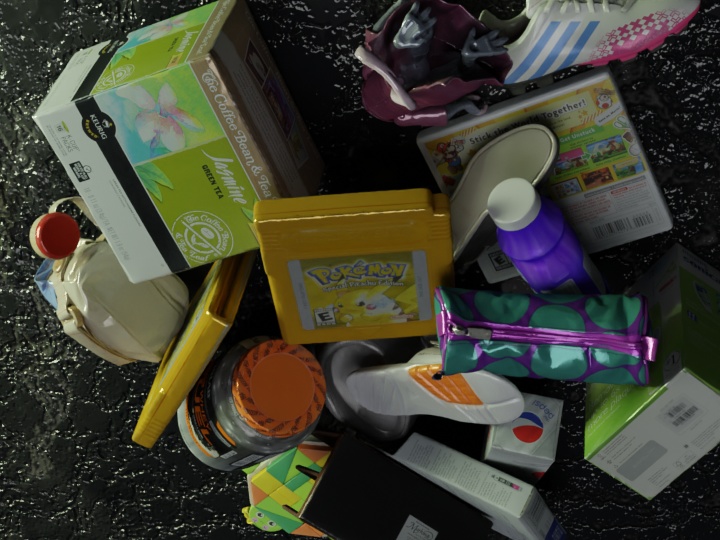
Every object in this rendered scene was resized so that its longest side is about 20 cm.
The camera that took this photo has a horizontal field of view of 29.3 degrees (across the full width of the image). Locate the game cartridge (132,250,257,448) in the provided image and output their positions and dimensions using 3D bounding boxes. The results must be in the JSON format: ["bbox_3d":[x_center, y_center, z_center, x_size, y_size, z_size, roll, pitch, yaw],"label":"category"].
[{"bbox_3d":[-0.168,0.061,1.421,0.032,0.177,0.200,29,125,-11],"label":"game cartridge"}]

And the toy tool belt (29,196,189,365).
[{"bbox_3d":[-0.282,0.012,1.441,0.200,0.125,0.122,44,159,-29],"label":"toy tool belt"}]

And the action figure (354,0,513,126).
[{"bbox_3d":[0.048,-0.164,1.232,0.134,0.149,0.200,47,155,-7],"label":"action figure"}]

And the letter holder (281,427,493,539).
[{"bbox_3d":[0.017,0.263,1.500,0.199,0.101,0.142,33,168,-16],"label":"letter holder"}]

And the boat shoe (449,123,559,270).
[{"bbox_3d":[0.125,-0.069,1.325,0.200,0.057,0.067,-47,70,31],"label":"boat shoe"}]

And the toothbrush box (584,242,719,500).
[{"bbox_3d":[0.294,0.095,1.335,0.086,0.201,0.146,33,125,-12],"label":"toothbrush box"}]

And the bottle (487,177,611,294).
[{"bbox_3d":[0.176,-0.015,1.289,0.065,0.084,0.200,-34,141,7],"label":"bottle"}]

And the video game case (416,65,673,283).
[{"bbox_3d":[0.180,-0.088,1.340,0.198,0.023,0.183,-17,120,23],"label":"video game case"}]

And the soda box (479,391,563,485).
[{"bbox_3d":[0.165,0.177,1.441,0.067,0.064,0.200,11,164,4],"label":"soda box"}]

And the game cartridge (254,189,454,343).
[{"bbox_3d":[0.000,0.000,1.286,0.174,0.033,0.201,-4,146,4],"label":"game cartridge"}]

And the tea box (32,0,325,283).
[{"bbox_3d":[-0.166,-0.123,1.316,0.195,0.134,0.201,-16,121,20],"label":"tea box"}]

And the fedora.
[{"bbox_3d":[0.017,0.113,1.473,0.175,0.091,0.201,-10,123,18],"label":"fedora"}]

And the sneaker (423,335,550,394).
[{"bbox_3d":[0.142,0.052,1.418,0.113,0.076,0.200,-33,119,29],"label":"sneaker"}]

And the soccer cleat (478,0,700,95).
[{"bbox_3d":[0.195,-0.222,1.210,0.198,0.070,0.087,-18,120,23],"label":"soccer cleat"}]

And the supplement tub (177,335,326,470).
[{"bbox_3d":[-0.113,0.139,1.453,0.122,0.123,0.200,31,155,-11],"label":"supplement tub"}]

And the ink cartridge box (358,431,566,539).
[{"bbox_3d":[0.115,0.235,1.496,0.199,0.044,0.197,24,167,26],"label":"ink cartridge box"}]

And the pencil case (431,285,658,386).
[{"bbox_3d":[0.164,0.060,1.248,0.197,0.092,0.086,2,90,5],"label":"pencil case"}]

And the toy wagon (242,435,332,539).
[{"bbox_3d":[-0.070,0.263,1.631,0.155,0.040,0.200,40,123,-17],"label":"toy wagon"}]

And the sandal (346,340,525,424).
[{"bbox_3d":[0.075,0.103,1.368,0.205,0.059,0.080,0,132,39],"label":"sandal"}]
